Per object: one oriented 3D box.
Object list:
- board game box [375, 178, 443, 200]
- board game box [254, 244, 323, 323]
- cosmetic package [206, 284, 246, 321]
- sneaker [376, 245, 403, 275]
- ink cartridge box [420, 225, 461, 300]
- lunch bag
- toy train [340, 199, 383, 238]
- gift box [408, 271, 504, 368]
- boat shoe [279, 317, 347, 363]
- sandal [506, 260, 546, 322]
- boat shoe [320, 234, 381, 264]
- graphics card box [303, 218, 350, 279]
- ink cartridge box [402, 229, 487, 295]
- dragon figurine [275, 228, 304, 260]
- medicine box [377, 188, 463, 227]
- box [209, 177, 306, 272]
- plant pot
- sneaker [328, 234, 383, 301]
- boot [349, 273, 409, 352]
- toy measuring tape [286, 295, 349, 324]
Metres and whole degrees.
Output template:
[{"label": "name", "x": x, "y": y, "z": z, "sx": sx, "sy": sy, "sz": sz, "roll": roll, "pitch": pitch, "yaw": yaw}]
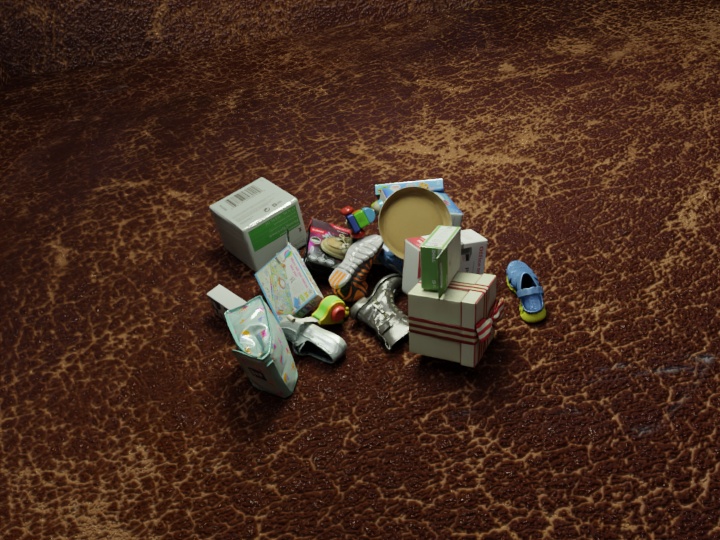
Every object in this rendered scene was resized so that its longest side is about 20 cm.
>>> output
[{"label": "board game box", "x": 0.154, "y": -0.234, "z": 1.949, "sx": 0.199, "sy": 0.151, "sz": 0.037, "roll": -3, "pitch": 81, "yaw": 9}, {"label": "board game box", "x": -0.194, "y": 0.043, "z": 1.721, "sx": 0.134, "sy": 0.034, "sz": 0.200, "roll": -40, "pitch": 52, "yaw": 10}, {"label": "cosmetic package", "x": -0.323, "y": 0.117, "z": 1.701, "sx": 0.200, "sy": 0.083, "sz": 0.051, "roll": 27, "pitch": 56, "yaw": 37}, {"label": "sneaker", "x": 0.116, "y": -0.029, "z": 1.727, "sx": 0.200, "sy": 0.082, "sz": 0.074, "roll": 40, "pitch": 63, "yaw": 22}, {"label": "ink cartridge box", "x": 0.175, "y": -0.021, "z": 1.448, "sx": 0.059, "sy": 0.104, "sz": 0.200, "roll": 6, "pitch": 25, "yaw": 21}, {"label": "lunch bag", "x": -0.231, "y": 0.192, "z": 1.522, "sx": 0.122, "sy": 0.171, "sz": 0.200, "roll": -25, "pitch": 43, "yaw": -7}, {"label": "toy train", "x": 0.010, "y": -0.157, "z": 1.796, "sx": 0.116, "sy": 0.085, "sz": 0.200, "roll": -28, "pitch": 9, "yaw": -1}, {"label": "gift box", "x": 0.230, "y": 0.115, "z": 1.498, "sx": 0.186, "sy": 0.200, "sz": 0.185, "roll": 8, "pitch": 31, "yaw": 27}, {"label": "boat shoe", "x": -0.132, "y": 0.176, "z": 1.592, "sx": 0.200, "sy": 0.070, "sz": 0.072, "roll": 17, "pitch": 44, "yaw": 26}, {"label": "sandal", "x": 0.418, "y": 0.035, "z": 1.611, "sx": 0.079, "sy": 0.087, "sz": 0.200, "roll": -13, "pitch": 38, "yaw": 1}, {"label": "boat shoe", "x": -0.011, "y": -0.069, "z": 1.799, "sx": 0.199, "sy": 0.063, "sz": 0.073, "roll": 7, "pitch": 43, "yaw": -16}, {"label": "graphics card box", "x": -0.096, "y": -0.059, "z": 1.834, "sx": 0.125, "sy": 0.051, "sz": 0.200, "roll": 17, "pitch": 40, "yaw": -12}, {"label": "ink cartridge box", "x": 0.214, "y": -0.013, "z": 1.624, "sx": 0.200, "sy": 0.147, "sz": 0.083, "roll": -10, "pitch": 26, "yaw": -23}, {"label": "dragon figurine", "x": -0.187, "y": -0.021, "z": 1.811, "sx": 0.099, "sy": 0.059, "sz": 0.200, "roll": -1, "pitch": 64, "yaw": 26}, {"label": "medicine box", "x": 0.163, "y": -0.150, "z": 1.807, "sx": 0.199, "sy": 0.103, "sz": 0.182, "roll": 3, "pitch": 25, "yaw": -11}, {"label": "box", "x": -0.302, "y": -0.137, "z": 1.919, "sx": 0.199, "sy": 0.172, "sz": 0.200, "roll": -34, "pitch": 46, "yaw": -24}, {"label": "plant pot", "x": 0.141, "y": -0.120, "z": 1.682, "sx": 0.200, "sy": 0.200, "sz": 0.027, "roll": -22, "pitch": -1, "yaw": -12}, {"label": "sneaker", "x": 0.000, "y": 0.000, "z": 1.727, "sx": 0.078, "sy": 0.112, "sz": 0.200, "roll": 29, "pitch": 68, "yaw": 40}, {"label": "boot", "x": 0.090, "y": 0.109, "z": 1.632, "sx": 0.174, "sy": 0.069, "sz": 0.200, "roll": 32, "pitch": 61, "yaw": 33}, {"label": "toy measuring tape", "x": -0.098, "y": 0.098, "z": 1.613, "sx": 0.200, "sy": 0.074, "sz": 0.074, "roll": 5, "pitch": 20, "yaw": -48}]
